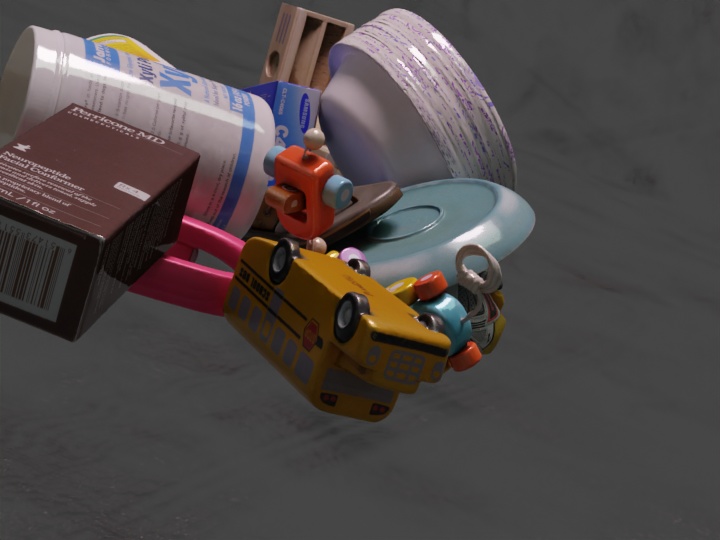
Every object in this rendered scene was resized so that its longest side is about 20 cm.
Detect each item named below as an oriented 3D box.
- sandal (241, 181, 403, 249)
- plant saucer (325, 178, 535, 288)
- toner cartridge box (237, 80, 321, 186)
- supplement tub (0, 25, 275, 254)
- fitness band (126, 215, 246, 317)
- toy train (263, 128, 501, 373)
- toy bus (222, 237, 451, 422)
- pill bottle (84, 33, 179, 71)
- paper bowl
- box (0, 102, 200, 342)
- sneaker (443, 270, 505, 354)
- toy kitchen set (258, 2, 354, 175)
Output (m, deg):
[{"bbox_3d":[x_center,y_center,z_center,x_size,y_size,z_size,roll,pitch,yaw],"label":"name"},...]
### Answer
[{"bbox_3d":[-0.056,-0.059,1.422,0.199,0.055,0.082,6,38,45],"label":"sandal"},{"bbox_3d":[0.038,-0.028,1.388,0.198,0.028,0.200,-17,20,6],"label":"plant saucer"},{"bbox_3d":[-0.089,-0.117,1.617,0.043,0.096,0.200,10,0,-17],"label":"toner cartridge box"},{"bbox_3d":[-0.177,-0.098,1.367,0.198,0.133,0.132,17,11,-24],"label":"supplement tub"},{"bbox_3d":[-0.155,-0.014,1.257,0.198,0.038,0.144,16,14,-18],"label":"fitness band"},{"bbox_3d":[0.000,0.000,1.236,0.199,0.151,0.055,31,46,28],"label":"toy train"},{"bbox_3d":[-0.019,0.035,1.129,0.065,0.079,0.200,15,11,-29],"label":"toy bus"},{"bbox_3d":[-0.202,-0.138,1.582,0.112,0.114,0.200,15,11,-27],"label":"pill bottle"},{"bbox_3d":[0.038,-0.117,1.548,0.201,0.104,0.201,51,-14,18],"label":"paper bowl"},{"bbox_3d":[-0.178,-0.035,1.108,0.099,0.076,0.200,21,19,4],"label":"box"},{"bbox_3d":[0.069,0.019,1.436,0.081,0.078,0.200,22,19,-12],"label":"sneaker"},{"bbox_3d":[-0.070,-0.187,1.897,0.162,0.182,0.200,13,8,-31],"label":"toy kitchen set"}]
